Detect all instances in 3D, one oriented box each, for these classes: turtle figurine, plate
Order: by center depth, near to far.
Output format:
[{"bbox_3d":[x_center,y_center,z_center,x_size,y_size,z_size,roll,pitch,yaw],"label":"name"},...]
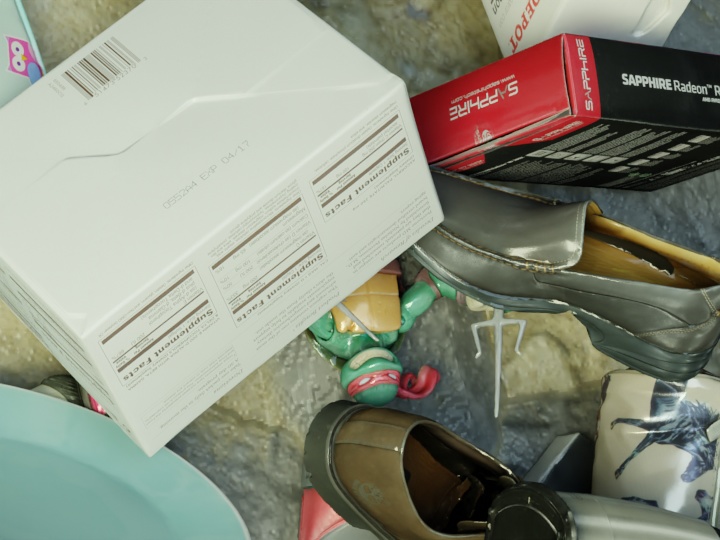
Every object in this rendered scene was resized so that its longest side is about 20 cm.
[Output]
[{"bbox_3d":[-0.148,0.109,0.998,0.200,0.200,0.026,20,106,-15],"label":"plate"},{"bbox_3d":[0.000,0.000,1.165,0.149,0.101,0.201,0,64,-34],"label":"turtle figurine"}]

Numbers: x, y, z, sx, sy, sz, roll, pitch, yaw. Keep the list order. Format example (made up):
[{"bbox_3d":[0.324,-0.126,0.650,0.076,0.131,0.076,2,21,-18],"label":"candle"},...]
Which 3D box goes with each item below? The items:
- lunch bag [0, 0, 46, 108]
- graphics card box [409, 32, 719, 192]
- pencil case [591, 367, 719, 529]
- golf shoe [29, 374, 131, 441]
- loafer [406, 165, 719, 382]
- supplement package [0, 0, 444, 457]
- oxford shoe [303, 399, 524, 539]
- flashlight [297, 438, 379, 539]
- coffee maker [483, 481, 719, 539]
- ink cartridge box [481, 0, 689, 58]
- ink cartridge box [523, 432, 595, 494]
[{"bbox_3d":[-0.261,-0.105,1.073,0.200,0.077,0.161,-21,91,-46],"label":"lunch bag"},{"bbox_3d":[0.140,-0.085,1.179,0.200,0.125,0.051,3,75,-40],"label":"graphics card box"},{"bbox_3d":[0.169,0.149,1.165,0.078,0.089,0.201,14,76,-37],"label":"pencil case"},{"bbox_3d":[-0.132,0.152,1.113,0.088,0.077,0.200,-24,80,-14],"label":"golf shoe"},{"bbox_3d":[0.108,-0.015,1.123,0.199,0.072,0.073,22,46,-3],"label":"loafer"},{"bbox_3d":[-0.088,-0.039,1.066,0.200,0.111,0.156,-38,53,-15],"label":"supplement package"},{"bbox_3d":[0.062,0.139,1.115,0.200,0.084,0.073,37,64,-35],"label":"oxford shoe"},{"bbox_3d":[-0.005,0.191,1.148,0.068,0.068,0.201,9,78,-32],"label":"flashlight"},{"bbox_3d":[0.160,0.206,1.056,0.199,0.135,0.193,8,112,-17],"label":"coffee maker"},{"bbox_3d":[0.113,-0.224,1.186,0.083,0.147,0.201,-9,63,-20],"label":"ink cartridge box"},{"bbox_3d":[0.094,0.197,1.198,0.095,0.037,0.200,44,72,-8],"label":"ink cartridge box"}]
